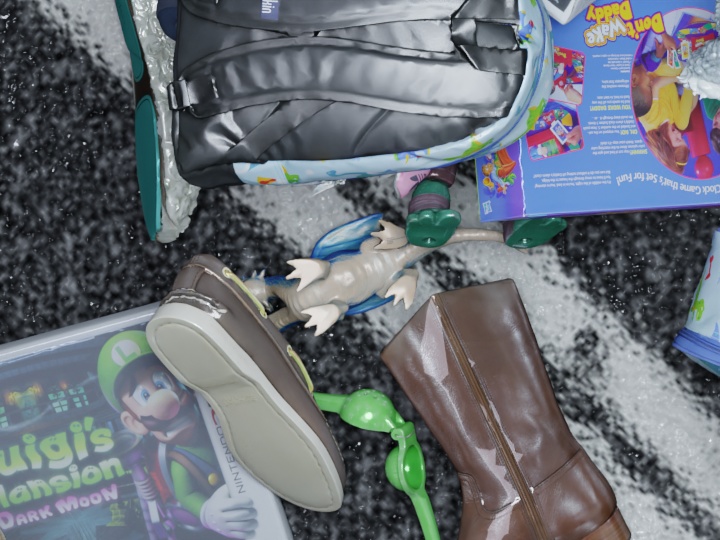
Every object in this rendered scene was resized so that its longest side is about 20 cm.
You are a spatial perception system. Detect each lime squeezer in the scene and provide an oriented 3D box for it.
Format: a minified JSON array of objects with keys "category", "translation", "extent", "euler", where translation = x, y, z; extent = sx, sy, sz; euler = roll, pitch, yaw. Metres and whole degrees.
[{"category":"lime squeezer","translation":[0.009,0.123,1.661],"extent":[0.071,0.038,0.200],"euler":[-44,84,8]}]

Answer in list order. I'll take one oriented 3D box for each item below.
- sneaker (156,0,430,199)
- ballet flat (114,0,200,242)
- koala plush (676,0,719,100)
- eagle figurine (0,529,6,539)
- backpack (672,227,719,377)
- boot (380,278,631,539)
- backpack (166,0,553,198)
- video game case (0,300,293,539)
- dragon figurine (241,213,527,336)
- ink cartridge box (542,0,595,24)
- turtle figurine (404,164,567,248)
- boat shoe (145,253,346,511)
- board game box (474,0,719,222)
[{"category":"sneaker","translation":[-0.041,-0.109,1.539],"extent":[0.199,0.070,0.082],"euler":[20,75,12]},{"category":"ballet flat","translation":[-0.118,-0.121,1.669],"extent":[0.071,0.072,0.201],"euler":[-9,89,10]},{"category":"koala plush","translation":[0.287,-0.143,1.456],"extent":[0.199,0.178,0.184],"euler":[0,54,-13]},{"category":"eagle figurine","translation":[-0.191,0.233,1.627],"extent":[0.199,0.152,0.151],"euler":[18,73,-18]},{"category":"backpack","translation":[0.288,0.056,1.539],"extent":[0.199,0.183,0.147],"euler":[22,93,14]},{"category":"boot","translation":[0.051,0.121,1.619],"extent":[0.186,0.064,0.200],"euler":[-29,100,-8]},{"category":"backpack","translation":[0.008,-0.124,1.449],"extent":[0.199,0.154,0.164],"euler":[-5,81,26]},{"category":"video game case","translation":[-0.164,0.122,1.672],"extent":[0.199,0.023,0.182],"euler":[-15,105,10]},{"category":"dragon figurine","translation":[0.000,0.000,1.646],"extent":[0.199,0.099,0.059],"euler":[-24,96,-3]},{"category":"ink cartridge box","translation":[0.095,-0.252,1.563],"extent":[0.198,0.200,0.043],"euler":[38,127,9]},{"category":"turtle figurine","translation":[0.068,-0.113,1.612],"extent":[0.149,0.101,0.201],"euler":[-7,68,5]},{"category":"boat shoe","translation":[-0.061,0.073,1.610],"extent":[0.072,0.200,0.060],"euler":[-7,45,35]},{"category":"board game box","translation":[0.158,-0.102,1.566],"extent":[0.199,0.045,0.135],"euler":[-4,89,-34]}]
